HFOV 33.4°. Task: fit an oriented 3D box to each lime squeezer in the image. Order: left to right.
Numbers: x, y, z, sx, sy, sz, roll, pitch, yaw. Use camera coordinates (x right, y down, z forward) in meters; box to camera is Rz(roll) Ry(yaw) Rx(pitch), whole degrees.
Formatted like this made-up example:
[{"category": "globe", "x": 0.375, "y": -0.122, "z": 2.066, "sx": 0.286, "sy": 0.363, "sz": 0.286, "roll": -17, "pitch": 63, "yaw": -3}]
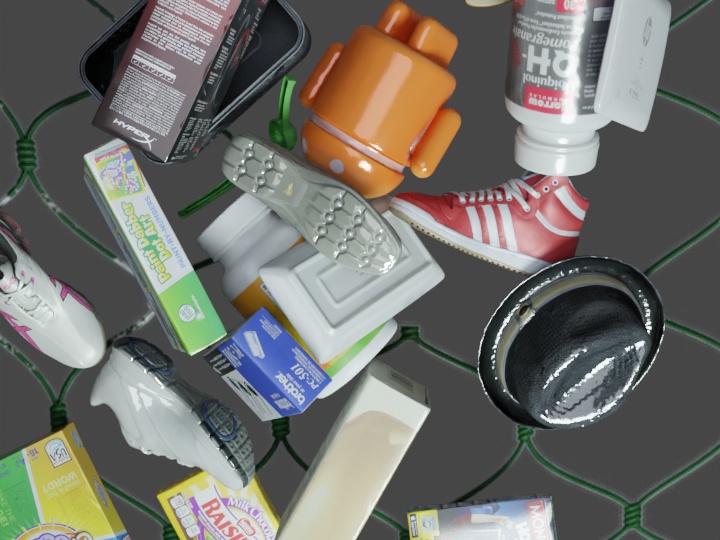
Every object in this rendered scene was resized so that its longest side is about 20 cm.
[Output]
[{"category": "lime squeezer", "x": -0.104, "y": -0.115, "z": 1.198, "sx": 0.038, "sy": 0.071, "sz": 0.200, "roll": 48, "pitch": 120, "yaw": 7}]

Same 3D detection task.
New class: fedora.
[{"category": "fedora", "x": 0.216, "y": 0.088, "z": 1.172, "sx": 0.198, "sy": 0.092, "sz": 0.202, "roll": -3, "pitch": 115, "yaw": -7}]

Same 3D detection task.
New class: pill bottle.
[{"category": "pill bottle", "x": -0.067, "y": 0.018, "z": 1.187, "sx": 0.111, "sy": 0.111, "sz": 0.200, "roll": -42, "pitch": 93, "yaw": 5}, {"category": "pill bottle", "x": 0.194, "y": -0.198, "z": 1.134, "sx": 0.109, "sy": 0.111, "sz": 0.202, "roll": 2, "pitch": 117, "yaw": 1}]

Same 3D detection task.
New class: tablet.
[{"category": "tablet", "x": 0.257, "y": -0.202, "z": 1.118, "sx": 0.014, "sy": 0.200, "sz": 0.132, "roll": 13, "pitch": 97, "yaw": 23}]

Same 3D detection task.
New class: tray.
[{"category": "tray", "x": 0.000, "y": 0.000, "z": 1.155, "sx": 0.108, "sy": 0.199, "sz": 0.022, "roll": 54, "pitch": 138, "yaw": 3}]

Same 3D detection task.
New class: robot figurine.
[{"category": "robot figurine", "x": 0.017, "y": -0.156, "z": 1.163, "sx": 0.143, "sy": 0.117, "sz": 0.201, "roll": 28, "pitch": 98, "yaw": -11}]

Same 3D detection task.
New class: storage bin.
[{"category": "storage bin", "x": -0.159, "y": -0.212, "z": 1.175, "sx": 0.200, "sy": 0.094, "sz": 0.135, "roll": -41, "pitch": 93, "yaw": 4}]

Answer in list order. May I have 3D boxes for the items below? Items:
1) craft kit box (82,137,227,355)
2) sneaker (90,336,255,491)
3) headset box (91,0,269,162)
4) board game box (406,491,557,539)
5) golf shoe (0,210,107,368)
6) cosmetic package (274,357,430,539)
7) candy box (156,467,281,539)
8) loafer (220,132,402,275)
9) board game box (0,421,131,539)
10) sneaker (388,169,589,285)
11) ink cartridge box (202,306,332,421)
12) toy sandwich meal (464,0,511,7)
[{"category": "craft kit box", "x": -0.201, "y": -0.019, "z": 1.144, "sx": 0.048, "sy": 0.197, "sz": 0.201, "roll": -28, "pitch": 95, "yaw": -10}, {"category": "sneaker", "x": -0.191, "y": 0.158, "z": 1.230, "sx": 0.200, "sy": 0.074, "sz": 0.087, "roll": 41, "pitch": 106, "yaw": 10}, {"category": "headset box", "x": -0.147, "y": -0.201, "z": 1.055, "sx": 0.075, "sy": 0.149, "sz": 0.201, "roll": 26, "pitch": 97, "yaw": -1}, {"category": "board game box", "x": 0.156, "y": 0.328, "z": 1.239, "sx": 0.198, "sy": 0.062, "sz": 0.202, "roll": -6, "pitch": 96, "yaw": 1}, {"category": "golf shoe", "x": -0.338, "y": 0.024, "z": 1.202, "sx": 0.073, "sy": 0.092, "sz": 0.200, "roll": -43, "pitch": 91, "yaw": 6}, {"category": "cosmetic package", "x": -0.008, "y": 0.197, "z": 1.209, "sx": 0.071, "sy": 0.105, "sz": 0.201, "roll": 29, "pitch": 98, "yaw": -2}, {"category": "candy box", "x": -0.123, "y": 0.297, "z": 1.261, "sx": 0.102, "sy": 0.026, "sz": 0.201, "roll": -28, "pitch": 95, "yaw": 1}, {"category": "loafer", "x": -0.041, "y": -0.064, "z": 1.126, "sx": 0.199, "sy": 0.070, "sz": 0.070, "roll": 38, "pitch": 103, "yaw": 14}, {"category": "board game box", "x": -0.328, "y": 0.283, "z": 1.258, "sx": 0.152, "sy": 0.040, "sz": 0.201, "roll": -26, "pitch": 95, "yaw": 4}, {"category": "sneaker", "x": 0.132, "y": -0.068, "z": 1.185, "sx": 0.198, "sy": 0.071, "sz": 0.113, "roll": 20, "pitch": 98, "yaw": -17}, {"category": "ink cartridge box", "x": -0.094, "y": 0.094, "z": 1.151, "sx": 0.044, "sy": 0.200, "sz": 0.094, "roll": -44, "pitch": 93, "yaw": -17}, {"category": "toy sandwich meal", "x": 0.125, "y": -0.364, "z": 1.167, "sx": 0.203, "sy": 0.070, "sz": 0.208, "roll": 0, "pitch": 93, "yaw": 3}]
